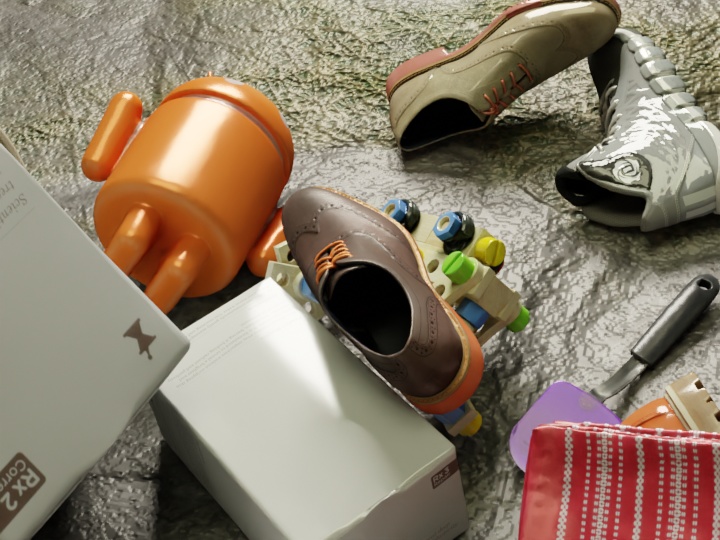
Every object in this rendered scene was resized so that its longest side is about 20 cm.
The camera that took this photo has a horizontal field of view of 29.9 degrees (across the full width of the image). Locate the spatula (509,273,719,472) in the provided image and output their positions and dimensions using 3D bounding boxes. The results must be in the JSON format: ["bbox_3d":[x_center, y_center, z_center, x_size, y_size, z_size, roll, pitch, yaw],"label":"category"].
[{"bbox_3d":[0.169,0.063,0.855,0.056,0.021,0.200,35,57,24],"label":"spatula"}]

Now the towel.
[{"bbox_3d":[0.166,0.151,0.686,0.199,0.022,0.146,-1,70,37],"label":"towel"}]

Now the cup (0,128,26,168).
[{"bbox_3d":[-0.353,-0.032,0.976,0.200,0.201,0.143,-40,22,-27],"label":"cup"}]

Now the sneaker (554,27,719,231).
[{"bbox_3d":[0.185,-0.101,0.989,0.115,0.075,0.200,-21,45,-6],"label":"sneaker"}]

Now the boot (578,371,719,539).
[{"bbox_3d":[0.184,0.162,0.726,0.107,0.075,0.201,-31,49,8],"label":"boot"}]

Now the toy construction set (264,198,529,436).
[{"bbox_3d":[0.028,0.019,0.895,0.199,0.092,0.132,23,78,41],"label":"toy construction set"}]

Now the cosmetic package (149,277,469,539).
[{"bbox_3d":[-0.038,0.104,0.819,0.112,0.081,0.200,-31,47,-18],"label":"cosmetic package"}]

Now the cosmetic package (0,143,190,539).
[{"bbox_3d":[-0.241,0.062,0.786,0.200,0.165,0.165,-26,22,51],"label":"cosmetic package"}]

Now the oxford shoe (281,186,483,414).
[{"bbox_3d":[0.000,0.000,0.812,0.071,0.072,0.200,-47,47,5],"label":"oxford shoe"}]

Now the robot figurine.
[{"bbox_3d":[-0.120,-0.063,0.984,0.143,0.117,0.201,8,46,20],"label":"robot figurine"}]

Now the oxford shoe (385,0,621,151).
[{"bbox_3d":[0.111,-0.146,1.035,0.199,0.070,0.075,-25,44,27],"label":"oxford shoe"}]
